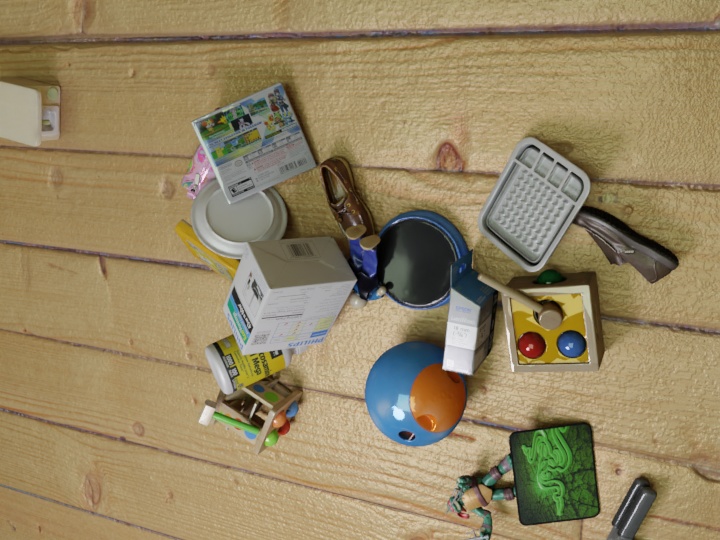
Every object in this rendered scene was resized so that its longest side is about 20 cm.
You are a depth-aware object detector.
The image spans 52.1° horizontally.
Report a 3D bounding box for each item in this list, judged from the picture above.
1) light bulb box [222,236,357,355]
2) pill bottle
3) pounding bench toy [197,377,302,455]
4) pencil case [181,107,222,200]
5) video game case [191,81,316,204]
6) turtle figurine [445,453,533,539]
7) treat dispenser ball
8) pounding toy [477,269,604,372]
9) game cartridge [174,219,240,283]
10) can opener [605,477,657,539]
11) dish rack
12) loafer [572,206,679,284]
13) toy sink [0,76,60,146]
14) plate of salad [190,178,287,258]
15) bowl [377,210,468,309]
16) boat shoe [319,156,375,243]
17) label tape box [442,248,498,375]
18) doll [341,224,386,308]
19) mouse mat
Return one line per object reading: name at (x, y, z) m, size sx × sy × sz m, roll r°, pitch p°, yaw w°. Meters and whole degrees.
light bulb box at (-0.144, 0.049, 1.466) m, size 0.125 × 0.197 × 0.200 m, roll 60°, pitch 139°, yaw 32°
pill bottle at (-0.219, 0.172, 1.568) m, size 0.113 × 0.199 × 0.113 m, roll 53°, pitch 158°, yaw 33°
pounding bench toy at (-0.243, 0.318, 1.618) m, size 0.155 × 0.200 × 0.125 m, roll 31°, pitch 114°, yaw 15°
pencil case at (-0.310, -0.244, 1.566) m, size 0.087 × 0.087 × 0.200 m, roll 39°, pitch 114°, yaw 11°
video game case at (-0.214, -0.257, 1.495) m, size 0.199 × 0.022 × 0.183 m, roll -23°, pitch 102°, yaw 1°
turtle figurine at (0.241, 0.457, 1.490) m, size 0.199 × 0.101 × 0.150 m, roll -32°, pitch 107°, yaw 11°
treat dispenser ball at (0.108, 0.240, 1.436) m, size 0.200 × 0.201 × 0.202 m, roll 6°, pitch 106°, yaw 23°
pounding toy at (0.328, 0.079, 1.326) m, size 0.183 × 0.142 × 0.201 m, roll -5°, pitch 102°, yaw 25°
game cartridge at (-0.297, -0.014, 1.583) m, size 0.200 × 0.176 × 0.032 m, roll 37°, pitch 76°, yaw 13°
can opener at (0.519, 0.489, 1.408) m, size 0.066 × 0.053 × 0.201 m, roll 13°, pitch 112°, yaw -13°
dish rack at (0.312, -0.117, 1.313) m, size 0.172 × 0.043 × 0.201 m, roll 45°, pitch 120°, yaw 35°
loafer at (0.447, -0.041, 1.278) m, size 0.199 × 0.073 × 0.071 m, roll 35°, pitch 115°, yaw 14°
toy sink at (-0.782, -0.377, 1.734) m, size 0.199 × 0.112 × 0.131 m, roll 16°, pitch 110°, yaw 25°
plate of salad at (-0.253, -0.110, 1.539) m, size 0.200 × 0.200 × 0.048 m, roll 41°, pitch 155°, yaw 9°
bowl at (0.115, -0.017, 1.457) m, size 0.199 × 0.039 × 0.202 m, roll 6°, pitch 106°, yaw 23°
boat shoe at (-0.034, -0.129, 1.479) m, size 0.072 × 0.068 × 0.201 m, roll -20°, pitch 95°, yaw 27°
label tape box at (0.210, 0.075, 1.377) m, size 0.063 × 0.144 × 0.201 m, roll 10°, pitch 108°, yaw 22°
doll at (0.000, 0.000, 1.477) m, size 0.136 × 0.048 × 0.201 m, roll 38°, pitch 145°, yaw 31°
mouse mat at (0.377, 0.398, 1.431) m, size 0.160 × 0.008 × 0.201 m, roll -9°, pitch 99°, yaw 4°
